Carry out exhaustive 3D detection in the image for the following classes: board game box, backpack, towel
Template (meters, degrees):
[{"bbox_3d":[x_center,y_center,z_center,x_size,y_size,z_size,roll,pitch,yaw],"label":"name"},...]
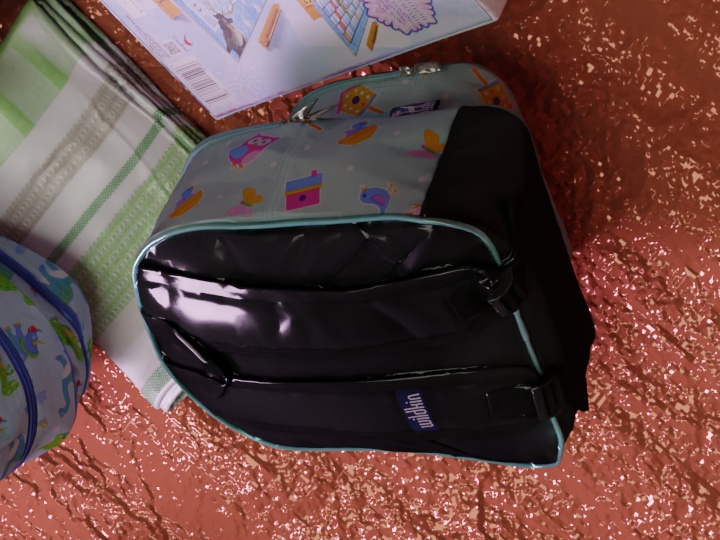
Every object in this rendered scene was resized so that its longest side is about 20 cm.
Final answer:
[{"bbox_3d":[-0.060,-0.170,0.940,0.198,0.041,0.200,-13,131,44],"label":"board game box"},{"bbox_3d":[-0.244,0.037,1.130,0.199,0.153,0.165,33,129,41],"label":"backpack"},{"bbox_3d":[0.000,0.000,0.977,0.198,0.154,0.177,-8,135,20],"label":"backpack"},{"bbox_3d":[-0.139,-0.033,1.113,0.200,0.031,0.149,44,121,2],"label":"towel"}]
